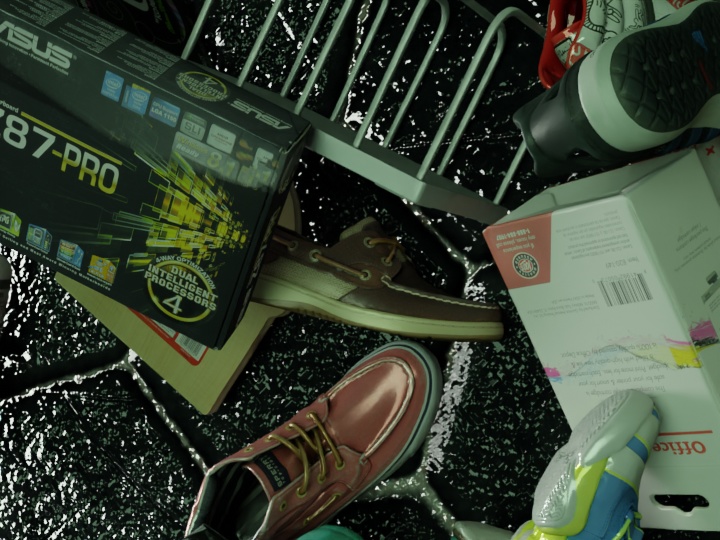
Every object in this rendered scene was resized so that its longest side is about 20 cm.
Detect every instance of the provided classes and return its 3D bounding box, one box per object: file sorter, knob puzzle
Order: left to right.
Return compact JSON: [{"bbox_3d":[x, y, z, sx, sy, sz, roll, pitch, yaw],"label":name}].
[{"bbox_3d":[-0.116,-0.028,0.916,0.219,0.030,0.220,-2,86,28],"label":"knob puzzle"},{"bbox_3d":[0.008,-0.130,0.798,0.200,0.139,0.125,29,98,25],"label":"file sorter"}]

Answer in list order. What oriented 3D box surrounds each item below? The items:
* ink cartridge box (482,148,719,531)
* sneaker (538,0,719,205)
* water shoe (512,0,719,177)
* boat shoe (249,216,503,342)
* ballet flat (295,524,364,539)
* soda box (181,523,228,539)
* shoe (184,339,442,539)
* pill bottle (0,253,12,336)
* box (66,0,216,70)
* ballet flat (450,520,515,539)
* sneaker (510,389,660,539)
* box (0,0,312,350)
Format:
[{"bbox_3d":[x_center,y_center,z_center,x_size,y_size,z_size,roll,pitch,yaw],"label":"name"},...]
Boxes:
[{"bbox_3d":[0.165,0.044,0.703,0.116,0.067,0.200,-12,105,54],"label":"ink cartridge box"},{"bbox_3d":[0.160,-0.081,0.726,0.067,0.108,0.202,151,117,-67],"label":"sneaker"},{"bbox_3d":[0.149,-0.093,0.651,0.079,0.200,0.072,-24,84,39],"label":"water shoe"},{"bbox_3d":[0.000,0.000,0.821,0.200,0.072,0.072,13,89,16],"label":"boat shoe"},{"bbox_3d":[-0.042,0.219,0.835,0.067,0.070,0.200,51,144,7],"label":"ballet flat"},{"bbox_3d":[-0.098,0.262,0.811,0.063,0.071,0.200,29,136,33],"label":"soda box"},{"bbox_3d":[-0.031,0.126,0.830,0.200,0.091,0.071,-48,68,17],"label":"shoe"},{"bbox_3d":[-0.336,0.034,0.979,0.114,0.114,0.200,12,92,27],"label":"pill bottle"},{"bbox_3d":[-0.211,-0.181,0.890,0.124,0.148,0.200,-37,61,21],"label":"box"},{"bbox_3d":[0.141,0.215,0.759,0.200,0.069,0.069,47,108,17],"label":"ballet flat"},{"bbox_3d":[0.134,0.164,0.690,0.105,0.076,0.200,30,112,6],"label":"sneaker"},{"bbox_3d":[-0.145,-0.061,0.763,0.200,0.049,0.161,27,124,4],"label":"box"}]
